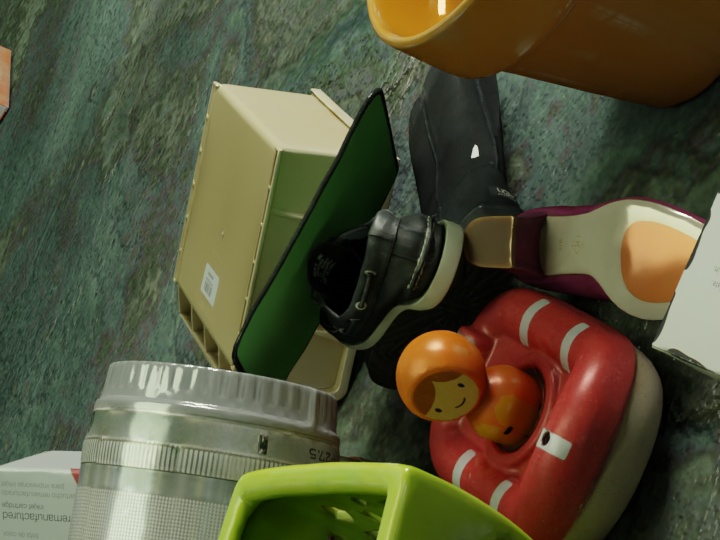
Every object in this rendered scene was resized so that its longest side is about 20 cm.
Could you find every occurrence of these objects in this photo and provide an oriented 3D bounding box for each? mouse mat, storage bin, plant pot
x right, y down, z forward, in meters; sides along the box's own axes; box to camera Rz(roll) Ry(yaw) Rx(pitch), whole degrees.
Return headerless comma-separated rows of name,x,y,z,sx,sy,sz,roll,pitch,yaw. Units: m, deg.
mouse mat,-0.026,-0.009,1.255,0.201,0.007,0.161,-61,-14,-14
storage bin,-0.064,-0.023,1.452,0.200,0.093,0.201,-133,53,-63
plant pot,0.132,-0.188,1.131,0.200,0.182,0.202,-44,34,40
plant pot,0.024,0.223,1.012,0.198,0.180,0.202,-13,59,61

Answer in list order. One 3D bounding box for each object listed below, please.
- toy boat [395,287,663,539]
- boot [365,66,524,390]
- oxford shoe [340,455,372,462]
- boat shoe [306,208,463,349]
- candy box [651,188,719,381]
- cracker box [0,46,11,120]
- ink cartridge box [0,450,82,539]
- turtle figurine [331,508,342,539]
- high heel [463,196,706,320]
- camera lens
toy boat,0.079,0.075,1.084,0.132,0.130,0.200,-66,25,3
boot,0.050,-0.038,1.310,0.165,0.065,0.201,-52,30,29
oxford shoe,-0.052,0.158,1.344,0.199,0.073,0.071,-16,56,60
boat shoe,0.000,0.002,1.209,0.199,0.066,0.075,160,127,-71
candy box,0.244,-0.023,0.904,0.202,0.071,0.168,-66,25,2
cracker box,-0.558,-0.209,2.679,0.200,0.057,0.135,-51,30,31
ink cartridge box,-0.179,0.237,1.371,0.144,0.083,0.202,-1,94,22
turtle figurine,-0.055,0.178,1.269,0.160,0.064,0.202,-8,95,46
high heel,0.160,-0.005,1.106,0.199,0.095,0.068,0,88,44
camera lens,-0.098,0.167,1.156,0.160,0.159,0.202,-10,70,61
